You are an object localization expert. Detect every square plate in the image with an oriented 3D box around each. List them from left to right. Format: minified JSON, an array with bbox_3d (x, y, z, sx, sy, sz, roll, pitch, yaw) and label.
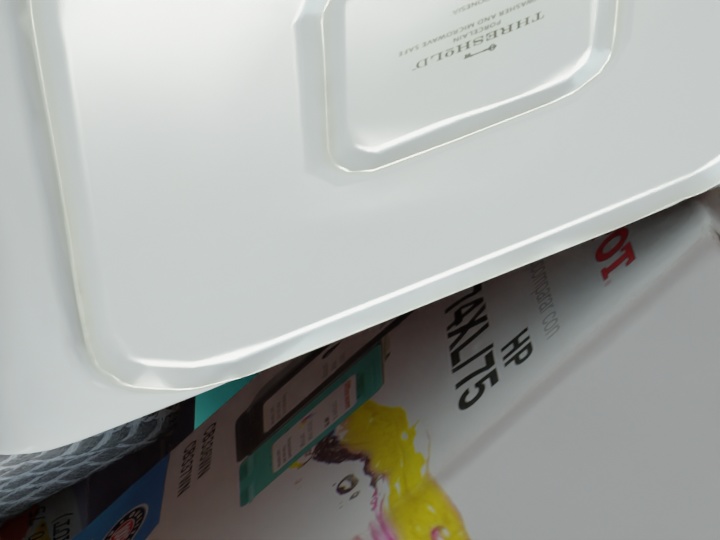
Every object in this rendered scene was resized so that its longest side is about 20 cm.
[{"bbox_3d":[0.012,-0.049,0.506,0.199,0.028,0.198,-22,148,-13],"label":"square plate"}]

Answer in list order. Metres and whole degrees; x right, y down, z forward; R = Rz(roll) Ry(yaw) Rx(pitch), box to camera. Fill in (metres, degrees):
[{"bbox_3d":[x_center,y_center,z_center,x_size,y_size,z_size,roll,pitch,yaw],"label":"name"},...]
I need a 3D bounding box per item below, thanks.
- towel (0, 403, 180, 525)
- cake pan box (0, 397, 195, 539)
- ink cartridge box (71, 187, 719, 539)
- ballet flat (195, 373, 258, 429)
[{"bbox_3d":[-0.162,0.056,0.813,0.200,0.086,0.165,-26,170,31],"label":"towel"},{"bbox_3d":[-0.131,0.122,0.909,0.184,0.201,0.052,-25,140,36],"label":"cake pan box"},{"bbox_3d":[0.043,0.080,0.678,0.200,0.146,0.147,-41,-165,12],"label":"ink cartridge box"},{"bbox_3d":[-0.105,0.053,1.024,0.199,0.071,0.065,-21,-162,22],"label":"ballet flat"}]
